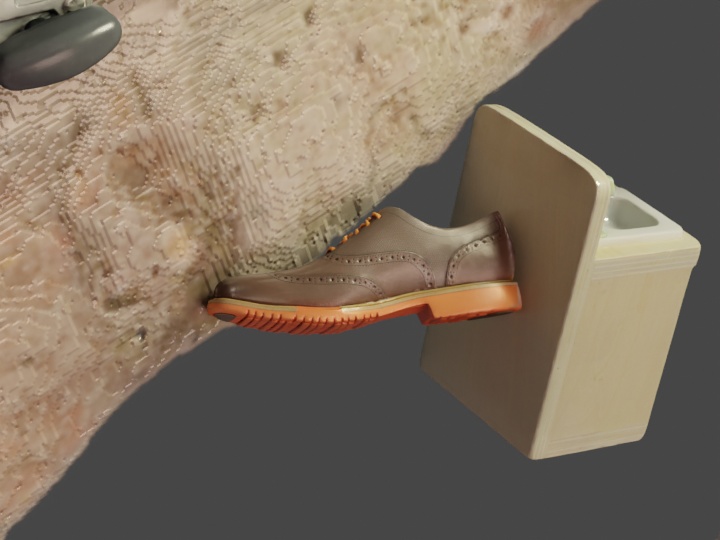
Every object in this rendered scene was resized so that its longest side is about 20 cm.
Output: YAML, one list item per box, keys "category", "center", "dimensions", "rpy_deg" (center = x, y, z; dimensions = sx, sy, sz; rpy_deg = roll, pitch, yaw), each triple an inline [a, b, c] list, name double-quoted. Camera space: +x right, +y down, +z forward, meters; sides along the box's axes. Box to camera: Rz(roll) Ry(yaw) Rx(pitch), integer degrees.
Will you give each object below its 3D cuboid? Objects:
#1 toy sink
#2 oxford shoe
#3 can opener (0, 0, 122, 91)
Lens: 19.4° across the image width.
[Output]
- category: "toy sink"
  center: [0.136, 0.001, 1.385]
  dimensions: [0.112, 0.130, 0.201]
  rpy_deg: [-7, 119, -35]
- category: "oxford shoe"
  center: [0.000, 0.000, 1.320]
  dimensions: [0.199, 0.071, 0.073]
  rpy_deg: [-4, 85, -16]
- category: "can opener"
  center: [-0.219, -0.114, 1.078]
  dimensions: [0.199, 0.067, 0.054]
  rpy_deg: [-19, 126, -29]
